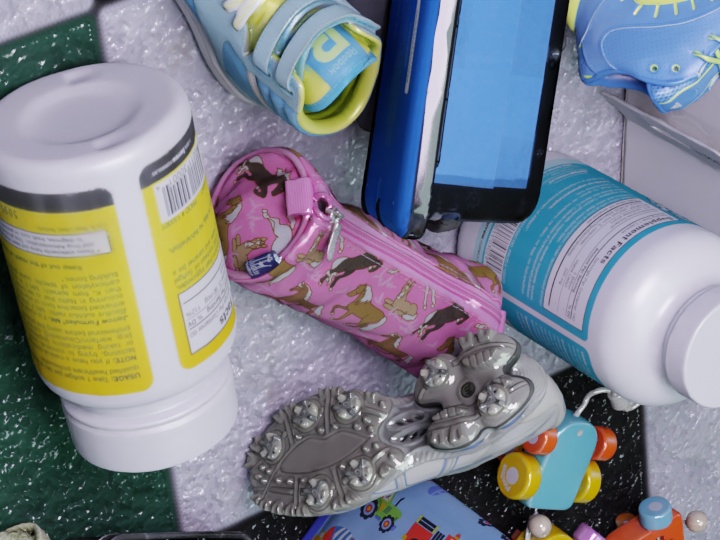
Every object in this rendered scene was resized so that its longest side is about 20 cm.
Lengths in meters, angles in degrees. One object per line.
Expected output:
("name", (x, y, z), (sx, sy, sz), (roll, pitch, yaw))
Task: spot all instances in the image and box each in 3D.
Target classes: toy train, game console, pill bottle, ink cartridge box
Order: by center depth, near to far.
("pill bottle", (-0.129, 0.001, 1.436), (0.114, 0.114, 0.201), (-26, 125, -24))
("game console", (0.073, -0.119, 1.459), (0.118, 0.171, 0.201), (6, 98, -11))
("pill bottle", (0.155, 0.010, 1.595), (0.110, 0.200, 0.111), (-17, 121, -30))
("ink cartridge box", (0.258, -0.092, 1.672), (0.199, 0.128, 0.126), (-17, 121, -29))
("toy train", (0.149, 0.145, 1.758), (0.150, 0.056, 0.200), (-33, 130, -22))

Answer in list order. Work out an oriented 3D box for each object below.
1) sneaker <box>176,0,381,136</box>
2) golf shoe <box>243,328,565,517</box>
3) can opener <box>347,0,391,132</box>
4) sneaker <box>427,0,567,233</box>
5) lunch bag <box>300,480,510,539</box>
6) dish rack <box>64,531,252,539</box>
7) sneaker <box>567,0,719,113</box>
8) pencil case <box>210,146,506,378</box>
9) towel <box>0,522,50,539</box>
("sneaker", (-0.053, -0.153, 1.407), (0.080, 0.130, 0.200), (-43, 130, -10))
("golf shoe", (0.030, 0.105, 1.582), (0.199, 0.079, 0.097), (-20, 152, 26))
("can opener", (-0.015, -0.170, 1.492), (0.067, 0.053, 0.201), (-7, 121, 2))
("sneaker", (0.080, -0.125, 1.565), (0.104, 0.060, 0.201), (-12, 110, -30))
("lunch bag", (0.002, 0.227, 1.619), (0.200, 0.150, 0.094), (-45, 131, -10))
("dish rack", (-0.131, 0.247, 1.543), (0.153, 0.054, 0.201), (8, 88, -57))
("sneaker", (0.214, -0.143, 1.572), (0.076, 0.199, 0.106), (19, 71, -65))
("pencil case", (0.000, 0.000, 1.549), (0.083, 0.087, 0.200), (-49, 136, 11))
("towel", (-0.231, 0.249, 1.532), (0.200, 0.036, 0.149), (-40, 131, -15))
